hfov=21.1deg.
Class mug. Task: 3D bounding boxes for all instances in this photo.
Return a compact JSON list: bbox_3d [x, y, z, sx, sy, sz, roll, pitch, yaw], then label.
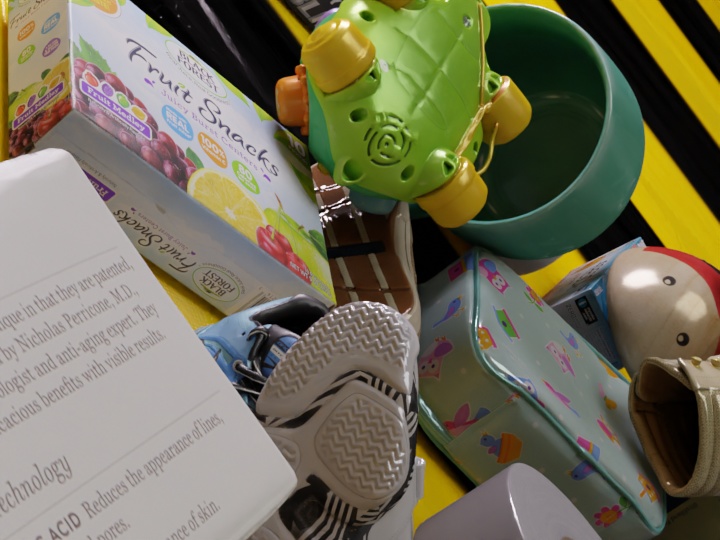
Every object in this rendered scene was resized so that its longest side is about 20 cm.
[{"bbox_3d":[0.095,-0.087,1.270,0.114,0.185,0.152,31,74,-60],"label":"mug"}]

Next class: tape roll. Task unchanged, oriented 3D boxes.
[{"bbox_3d":[0.110,0.204,1.034,0.200,0.066,0.200,53,13,-17],"label":"tape roll"}]

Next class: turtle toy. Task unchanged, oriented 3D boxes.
[{"bbox_3d":[0.022,-0.116,1.161,0.146,0.101,0.200,49,47,-22],"label":"turtle toy"}]

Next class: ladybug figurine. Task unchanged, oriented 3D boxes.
[{"bbox_3d":[0.236,0.045,1.382,0.200,0.072,0.136,17,56,-64],"label":"ladybug figurine"}]

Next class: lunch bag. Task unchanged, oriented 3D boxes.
[{"bbox_3d":[0.111,0.088,1.231,0.200,0.077,0.160,44,23,-23],"label":"lunch bag"}]

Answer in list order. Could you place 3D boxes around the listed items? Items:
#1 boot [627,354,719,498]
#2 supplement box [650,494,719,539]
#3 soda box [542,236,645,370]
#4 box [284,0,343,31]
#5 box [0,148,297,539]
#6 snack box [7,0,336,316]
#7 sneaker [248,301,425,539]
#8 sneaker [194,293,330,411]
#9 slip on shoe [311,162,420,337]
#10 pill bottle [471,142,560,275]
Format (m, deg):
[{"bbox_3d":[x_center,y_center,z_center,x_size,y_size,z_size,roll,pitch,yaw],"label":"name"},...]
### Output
[{"bbox_3d":[0.246,0.059,1.263,0.155,0.073,0.200,10,68,-32],"label":"boot"},{"bbox_3d":[0.322,0.189,1.428,0.200,0.134,0.200,53,22,0],"label":"supplement box"},{"bbox_3d":[0.179,0.033,1.451,0.064,0.068,0.200,62,22,-2],"label":"soda box"},{"bbox_3d":[0.011,-0.211,1.507,0.200,0.050,0.199,44,23,-21],"label":"box"},{"bbox_3d":[-0.155,0.086,0.536,0.131,0.199,0.200,54,22,1],"label":"box"},{"bbox_3d":[-0.103,-0.064,1.054,0.200,0.053,0.142,38,25,-36],"label":"snack box"},{"bbox_3d":[-0.004,0.116,0.877,0.115,0.075,0.200,19,82,-68],"label":"sneaker"},{"bbox_3d":[-0.064,0.058,0.903,0.078,0.090,0.200,50,25,-10],"label":"sneaker"},{"bbox_3d":[0.000,0.000,1.167,0.200,0.076,0.061,-107,-168,-55],"label":"slip on shoe"},{"bbox_3d":[0.079,-0.101,1.391,0.200,0.114,0.114,45,23,-21],"label":"pill bottle"}]
